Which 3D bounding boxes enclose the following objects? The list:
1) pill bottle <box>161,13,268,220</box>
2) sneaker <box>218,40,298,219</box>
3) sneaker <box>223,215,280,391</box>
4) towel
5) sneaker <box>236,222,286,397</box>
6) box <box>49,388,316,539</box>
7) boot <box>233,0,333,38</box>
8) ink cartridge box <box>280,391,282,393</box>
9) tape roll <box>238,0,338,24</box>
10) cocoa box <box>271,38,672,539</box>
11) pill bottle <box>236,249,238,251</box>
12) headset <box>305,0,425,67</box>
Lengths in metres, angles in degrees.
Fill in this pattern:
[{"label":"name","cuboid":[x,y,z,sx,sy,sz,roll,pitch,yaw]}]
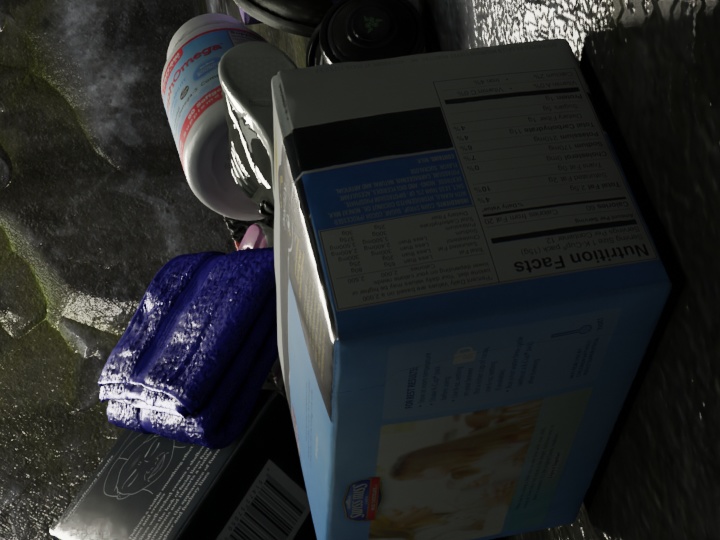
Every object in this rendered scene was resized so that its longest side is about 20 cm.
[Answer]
[{"label":"pill bottle","cuboid":[-0.107,-0.136,1.018,0.201,0.107,0.110,-117,20,-53]},{"label":"sneaker","cuboid":[-0.036,-0.055,0.831,0.201,0.070,0.100,59,164,30]},{"label":"sneaker","cuboid":[-0.071,0.010,1.059,0.093,0.069,0.203,42,-144,-66]},{"label":"towel","cuboid":[-0.120,0.047,0.876,0.199,0.049,0.150,-2,61,59]},{"label":"sneaker","cuboid":[-0.028,0.035,0.894,0.081,0.087,0.200,-62,32,16]},{"label":"box","cuboid":[-0.113,0.172,0.888,0.107,0.149,0.199,45,156,-24]},{"label":"boot","cuboid":[-0.043,-0.280,0.863,0.201,0.068,0.175,58,132,34]},{"label":"ink cartridge box","cuboid":[-0.024,0.137,1.114,0.200,0.043,0.200,47,-156,-41]},{"label":"tape roll","cuboid":[-0.072,-0.319,1.061,0.200,0.083,0.204,171,90,-80]},{"label":"cocoa box","cuboid":[0.034,0.023,0.537,0.201,0.131,0.133,94,164,-53]},{"label":"pill bottle","cuboid":[-0.092,0.044,1.235,0.115,0.112,0.202,93,-171,-53]},{"label":"headset","cuboid":[0.014,-0.146,0.788,0.123,0.093,0.203,-175,62,-81]}]
